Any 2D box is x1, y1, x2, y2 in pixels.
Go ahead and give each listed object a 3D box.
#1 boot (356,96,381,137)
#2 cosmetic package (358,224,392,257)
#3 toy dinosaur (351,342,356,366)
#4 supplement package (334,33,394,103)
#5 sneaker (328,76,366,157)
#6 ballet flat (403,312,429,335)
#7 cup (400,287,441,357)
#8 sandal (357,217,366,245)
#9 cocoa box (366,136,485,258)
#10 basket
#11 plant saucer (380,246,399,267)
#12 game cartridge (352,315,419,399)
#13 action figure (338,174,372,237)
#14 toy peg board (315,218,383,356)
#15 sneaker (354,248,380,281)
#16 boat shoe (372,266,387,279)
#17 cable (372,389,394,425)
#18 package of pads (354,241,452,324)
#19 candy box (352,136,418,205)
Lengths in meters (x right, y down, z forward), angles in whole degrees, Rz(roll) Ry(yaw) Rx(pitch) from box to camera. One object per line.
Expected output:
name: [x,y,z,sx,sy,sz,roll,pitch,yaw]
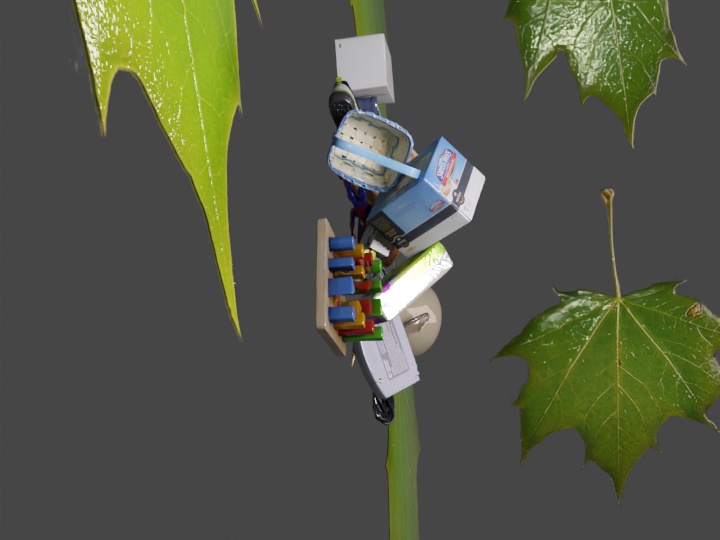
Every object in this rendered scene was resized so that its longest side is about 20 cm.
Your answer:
boot: [0.011,-0.322,1.659,0.201,0.088,0.074,74,14,-56]
cosmetic package: [0.040,-0.077,1.602,0.084,0.050,0.200,-64,-173,-4]
toy dinosaur: [0.020,0.120,1.580,0.198,0.106,0.061,-26,153,-42]
supplement package: [0.013,-0.464,1.649,0.200,0.114,0.120,-14,100,-81]
sneaker: [-0.020,-0.322,1.505,0.202,0.070,0.084,77,11,-50]
ballet flat: [0.084,0.164,1.630,0.047,0.198,0.067,55,-12,6]
cup: [0.084,0.109,1.747,0.142,0.197,0.205,19,65,-55]
sandal: [0.018,-0.153,1.722,0.048,0.074,0.206,12,73,-64]
cocoa box: [0.130,-0.144,1.424,0.131,0.199,0.135,38,51,-17]
basket: [0.024,-0.230,1.374,0.200,0.173,0.142,-117,-131,-76]
plant saucer: [0.089,-0.106,1.655,0.203,0.032,0.201,-62,-171,17]
game cartridge: [0.049,0.169,1.543,0.041,0.131,0.204,-20,-91,57]
action figure: [-0.004,-0.139,1.574,0.201,0.064,0.101,70,12,-61]
toy peg board: [-0.015,0.033,1.289,0.200,0.095,0.205,67,21,-68]
sneaker: [0.000,0.000,1.571,0.200,0.072,0.083,40,63,-77]
boat shoe: [0.036,-0.044,1.817,0.073,0.060,0.204,-82,166,-55]
cable: [0.061,0.312,1.878,0.202,0.050,0.166,-81,165,-56]
package of pads: [0.085,0.034,1.472,0.069,0.199,0.154,53,-20,-3]
candy box: [0.064,-0.236,1.702,0.115,0.055,0.202,44,53,-20]
